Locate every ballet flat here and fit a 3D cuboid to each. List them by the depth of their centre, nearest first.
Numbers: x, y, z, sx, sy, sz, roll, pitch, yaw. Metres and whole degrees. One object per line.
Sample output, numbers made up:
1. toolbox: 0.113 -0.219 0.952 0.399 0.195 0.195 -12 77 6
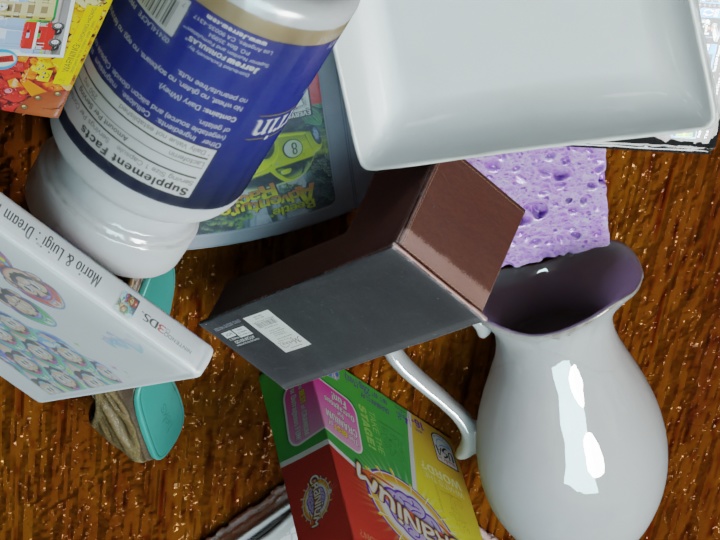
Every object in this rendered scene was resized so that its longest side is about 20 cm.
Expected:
1. ballet flat: -0.147 0.042 1.501 0.072 0.068 0.200 22 150 15

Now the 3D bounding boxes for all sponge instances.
1. sponge: 0.088 -0.083 1.481 0.111 0.030 0.200 -12 134 -5

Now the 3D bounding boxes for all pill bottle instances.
1. pill bottle: -0.092 -0.098 1.314 0.115 0.116 0.200 15 127 -27

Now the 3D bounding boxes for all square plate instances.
1. square plate: 0.075 -0.156 1.322 0.199 0.028 0.199 -6 117 15

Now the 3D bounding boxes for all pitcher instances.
1. pitcher: 0.104 0.086 1.598 0.171 0.121 0.201 -2 125 14

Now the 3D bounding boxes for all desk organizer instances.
1. desk organizer: 0.000 0.000 1.451 0.072 0.077 0.200 38 148 -21

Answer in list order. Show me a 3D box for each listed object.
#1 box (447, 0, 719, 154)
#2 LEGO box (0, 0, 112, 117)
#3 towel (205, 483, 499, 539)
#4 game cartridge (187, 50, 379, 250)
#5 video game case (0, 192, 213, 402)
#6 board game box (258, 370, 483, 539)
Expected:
1. box: 0.133 -0.163 1.377 0.160 0.044 0.201 3 120 -13
2. LEGO box: -0.189 -0.172 1.213 0.148 0.077 0.200 7 144 -21
3. towel: -0.021 0.216 1.729 0.200 0.032 0.191 -38 131 20
4. game cartridge: -0.067 -0.075 1.442 0.199 0.041 0.133 -13 138 -4
5. video game case: -0.198 0.010 1.383 0.182 0.024 0.200 38 155 -23
6. board game box: 0.018 0.157 1.566 0.040 0.200 0.153 -39 131 21
